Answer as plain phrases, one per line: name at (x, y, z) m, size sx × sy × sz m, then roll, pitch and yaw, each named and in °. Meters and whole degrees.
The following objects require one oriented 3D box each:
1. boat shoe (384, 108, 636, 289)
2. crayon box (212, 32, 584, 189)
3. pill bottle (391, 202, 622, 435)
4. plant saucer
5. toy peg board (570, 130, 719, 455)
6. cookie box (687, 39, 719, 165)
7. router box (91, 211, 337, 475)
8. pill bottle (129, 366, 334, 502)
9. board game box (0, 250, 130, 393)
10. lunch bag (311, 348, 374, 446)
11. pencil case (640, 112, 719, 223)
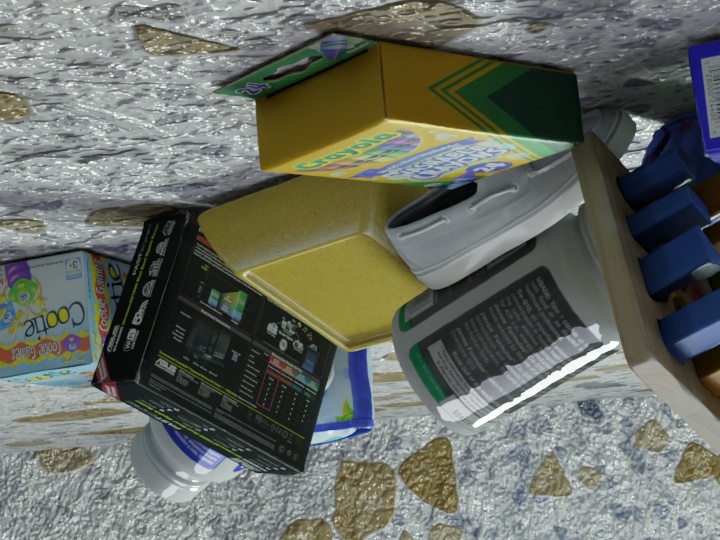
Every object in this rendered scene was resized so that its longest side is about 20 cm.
boat shoe at (0.102, -0.063, 1.215) m, size 0.200 × 0.072 × 0.069 m, roll -32°, pitch 113°, yaw 34°
crayon box at (0.025, -0.095, 1.070) m, size 0.200 × 0.052 × 0.126 m, roll 4°, pitch 166°, yaw -39°
pill bottle at (0.131, 0.027, 1.251) m, size 0.200 × 0.113 × 0.113 m, roll -33°, pitch 159°, yaw 23°
plant saucer at (0.000, 0.000, 1.349) m, size 0.200 × 0.049 × 0.200 m, roll -18°, pitch 139°, yaw 39°
toy peg board at (0.243, 0.013, 1.109) m, size 0.098 × 0.200 × 0.199 m, roll -30°, pitch 132°, yaw 22°
cookie box at (0.320, -0.104, 1.095) m, size 0.171 × 0.075 × 0.200 m, roll -9°, pitch 169°, yaw 24°
router box at (-0.113, 0.064, 1.417) m, size 0.062 × 0.150 × 0.200 m, roll -6°, pitch 149°, yaw 44°
pill bottle at (-0.127, 0.126, 1.597) m, size 0.200 × 0.112 × 0.112 m, roll -44°, pitch 150°, yaw 26°
board game box at (-0.249, 0.052, 1.597) m, size 0.105 × 0.103 × 0.200 m, roll -9°, pitch 170°, yaw 19°
lunch bag at (-0.053, 0.085, 1.694) m, size 0.127 × 0.171 × 0.200 m, roll 1°, pitch 169°, yaw -35°
pencil case at (0.284, -0.068, 1.278) m, size 0.200 × 0.087 × 0.078 m, roll 6°, pitch 121°, yaw -50°
